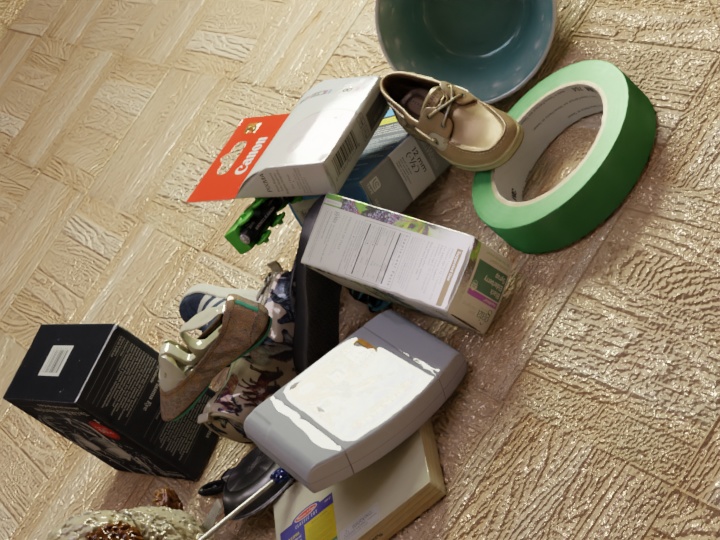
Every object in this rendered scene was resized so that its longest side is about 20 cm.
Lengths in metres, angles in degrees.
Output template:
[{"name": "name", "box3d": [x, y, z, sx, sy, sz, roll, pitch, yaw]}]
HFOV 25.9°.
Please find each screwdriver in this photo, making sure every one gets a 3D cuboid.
[{"name": "screwdriver", "box3d": [-0.095, 0.214, 1.542, 0.199, 0.028, 0.029, -33, -19, -45]}]

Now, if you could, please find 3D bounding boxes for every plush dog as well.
[{"name": "plush dog", "box3d": [-0.240, 0.288, 1.585, 0.199, 0.171, 0.162, -28, 60, 35]}]

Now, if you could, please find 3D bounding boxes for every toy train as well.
[{"name": "toy train", "box3d": [-0.082, -0.092, 1.721, 0.056, 0.042, 0.201, -28, 20, 51]}]

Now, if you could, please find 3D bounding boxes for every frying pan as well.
[{"name": "frying pan", "box3d": [-0.115, 0.209, 1.666, 0.115, 0.031, 0.190, -44, 19, -12]}]

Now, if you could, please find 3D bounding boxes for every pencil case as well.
[{"name": "pencil case", "box3d": [-0.104, 0.095, 1.717, 0.078, 0.089, 0.202, -25, 38, 64]}]

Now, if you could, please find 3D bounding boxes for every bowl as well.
[{"name": "bowl", "box3d": [0.120, -0.289, 1.733, 0.201, 0.201, 0.105, -42, 6, 18]}]

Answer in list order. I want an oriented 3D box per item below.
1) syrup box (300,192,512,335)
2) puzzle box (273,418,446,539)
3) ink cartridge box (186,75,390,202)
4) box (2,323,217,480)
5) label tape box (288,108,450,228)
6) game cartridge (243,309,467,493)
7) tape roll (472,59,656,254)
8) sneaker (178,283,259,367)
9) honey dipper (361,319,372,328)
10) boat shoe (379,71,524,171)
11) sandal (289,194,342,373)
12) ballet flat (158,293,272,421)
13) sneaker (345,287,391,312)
[{"name": "syrup box", "box3d": [0.045, -0.008, 1.555, 0.198, 0.078, 0.082, 17, 83, 39]}, {"name": "puzzle box", "box3d": [-0.005, 0.219, 1.508, 0.200, 0.025, 0.134, -41, 32, 21]}, {"name": "ink cartridge box", "box3d": [-0.084, -0.143, 1.698, 0.198, 0.058, 0.163, 2, 41, 27]}, {"name": "box", "box3d": [-0.283, 0.151, 1.817, 0.199, 0.182, 0.105, -4, 56, 54]}, {"name": "label tape box", "box3d": [0.030, -0.121, 1.766, 0.200, 0.067, 0.142, -42, 21, -33]}, {"name": "game cartridge", "box3d": [0.000, 0.123, 1.499, 0.199, 0.042, 0.133, -37, 36, -21]}, {"name": "tape roll", "box3d": [0.199, -0.113, 1.549, 0.200, 0.048, 0.202, -35, 34, 29]}, {"name": "sneaker", "box3d": [-0.165, 0.070, 1.844, 0.199, 0.075, 0.085, -3, 51, 53]}, {"name": "honey dipper", "box3d": [0.003, 0.127, 1.552, 0.038, 0.038, 0.201, -32, 27, 32]}, {"name": "boat shoe", "box3d": [0.088, -0.158, 1.626, 0.199, 0.064, 0.072, 26, 79, 50]}, {"name": "sandal", "box3d": [-0.052, 0.016, 1.650, 0.043, 0.076, 0.203, 22, 114, 34]}, {"name": "ballet flat", "box3d": [-0.175, 0.087, 1.676, 0.200, 0.067, 0.069, -44, 28, 31]}, {"name": "sneaker", "box3d": [0.000, 0.000, 1.688, 0.199, 0.073, 0.083, -8, 59, 56]}]
